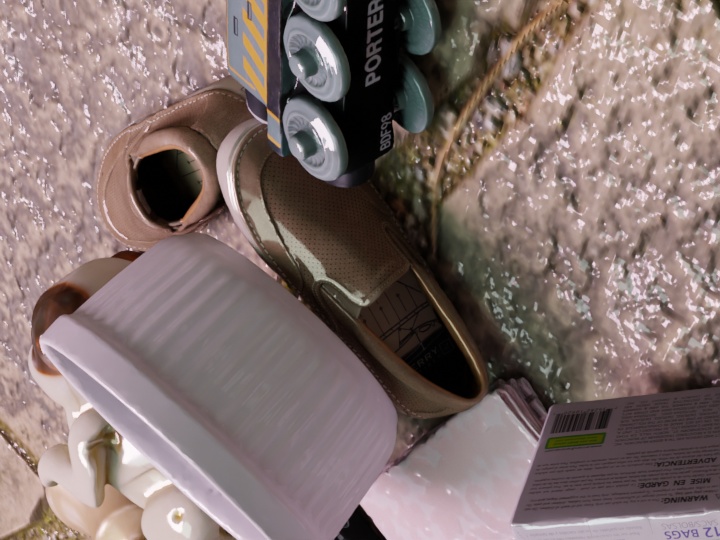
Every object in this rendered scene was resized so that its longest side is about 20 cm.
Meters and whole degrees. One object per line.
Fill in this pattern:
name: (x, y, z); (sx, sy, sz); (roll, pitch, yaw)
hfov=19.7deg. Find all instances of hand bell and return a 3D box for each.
hand bell: (-0.143, 0.199, 1.369); (0.200, 0.104, 0.104); (-115, 11, -53)

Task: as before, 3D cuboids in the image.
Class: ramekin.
ramekin: (-0.071, 0.070, 1.154); (0.200, 0.105, 0.200); (41, 168, 10)

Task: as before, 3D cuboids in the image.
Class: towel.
towel: (0.101, 0.166, 1.208); (0.191, 0.032, 0.200); (50, 146, 1)

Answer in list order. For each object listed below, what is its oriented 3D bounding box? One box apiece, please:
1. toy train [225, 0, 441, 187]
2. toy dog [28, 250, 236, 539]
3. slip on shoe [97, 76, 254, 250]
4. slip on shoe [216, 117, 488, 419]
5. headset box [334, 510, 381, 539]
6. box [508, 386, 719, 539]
toy train: (-0.021, -0.134, 1.014); (0.114, 0.085, 0.200); (43, 150, 31)
toy dog: (-0.130, 0.085, 1.302); (0.200, 0.140, 0.194); (48, 135, 2)
slip on shoe: (-0.112, -0.051, 1.197); (0.076, 0.061, 0.200); (54, 146, -9)
slip on shoe: (0.000, 0.000, 1.114); (0.200, 0.076, 0.061); (58, 160, -19)
headset box: (-0.017, 0.263, 1.384); (0.200, 0.093, 0.174); (48, 146, 1)
box: (0.164, 0.170, 1.047); (0.112, 0.101, 0.200); (-7, 120, 24)
